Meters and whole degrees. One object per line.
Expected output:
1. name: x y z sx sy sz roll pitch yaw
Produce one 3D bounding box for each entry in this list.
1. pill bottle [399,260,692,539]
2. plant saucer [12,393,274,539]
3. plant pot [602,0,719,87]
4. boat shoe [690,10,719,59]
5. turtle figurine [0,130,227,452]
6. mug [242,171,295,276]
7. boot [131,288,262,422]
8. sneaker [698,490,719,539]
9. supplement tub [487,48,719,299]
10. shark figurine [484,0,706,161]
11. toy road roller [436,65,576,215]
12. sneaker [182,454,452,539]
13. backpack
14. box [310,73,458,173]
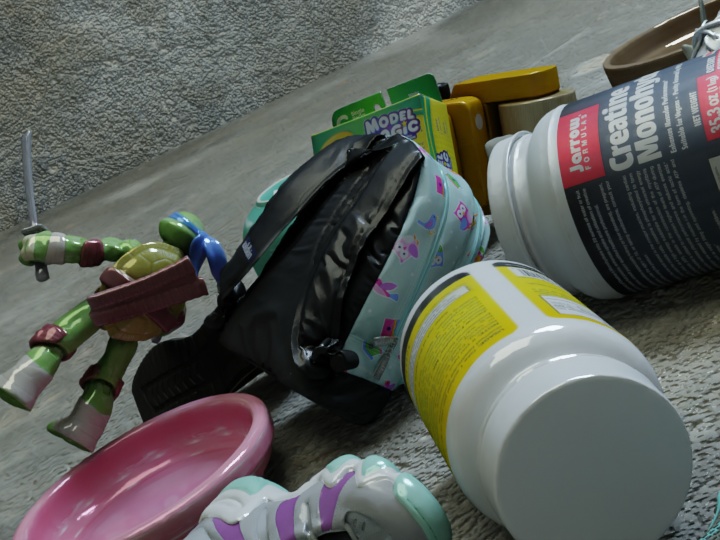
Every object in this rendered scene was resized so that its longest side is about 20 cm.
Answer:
1. pill bottle: 0.092 0.069 0.650 0.114 0.115 0.200 -27 15 -1
2. plant saucer: -0.145 0.161 0.864 0.200 0.051 0.201 -24 16 7
3. plant pot: 0.328 -0.186 1.111 0.200 0.093 0.201 -24 13 6
4. boat shoe: 0.285 -0.166 0.933 0.200 0.069 0.072 -31 15 -17
5. turtle figurine: -0.213 0.030 0.972 0.200 0.144 0.194 24 70 19
6. mug: -0.028 -0.040 1.195 0.185 0.115 0.152 -10 23 48
7. boot: -0.094 0.074 1.067 0.200 0.078 0.138 -31 -12 38
8. sneaker: 0.188 0.093 0.496 0.200 0.078 0.091 -33 13 -26
9. supplement tub: 0.202 -0.061 0.835 0.200 0.141 0.140 -18 18 30
10. shark figurine: 0.200 -0.113 0.978 0.214 0.089 0.128 -30 57 19
11. toy road roller: 0.090 -0.104 1.107 0.199 0.123 0.146 -3 15 35
12. sneaker: -0.049 0.171 0.648 0.200 0.078 0.140 -23 14 50
13. backpack: 0.000 0.000 0.904 0.167 0.127 0.200 24 82 45
14. box: 0.026 -0.058 1.021 0.117 0.201 0.048 -18 -17 32
